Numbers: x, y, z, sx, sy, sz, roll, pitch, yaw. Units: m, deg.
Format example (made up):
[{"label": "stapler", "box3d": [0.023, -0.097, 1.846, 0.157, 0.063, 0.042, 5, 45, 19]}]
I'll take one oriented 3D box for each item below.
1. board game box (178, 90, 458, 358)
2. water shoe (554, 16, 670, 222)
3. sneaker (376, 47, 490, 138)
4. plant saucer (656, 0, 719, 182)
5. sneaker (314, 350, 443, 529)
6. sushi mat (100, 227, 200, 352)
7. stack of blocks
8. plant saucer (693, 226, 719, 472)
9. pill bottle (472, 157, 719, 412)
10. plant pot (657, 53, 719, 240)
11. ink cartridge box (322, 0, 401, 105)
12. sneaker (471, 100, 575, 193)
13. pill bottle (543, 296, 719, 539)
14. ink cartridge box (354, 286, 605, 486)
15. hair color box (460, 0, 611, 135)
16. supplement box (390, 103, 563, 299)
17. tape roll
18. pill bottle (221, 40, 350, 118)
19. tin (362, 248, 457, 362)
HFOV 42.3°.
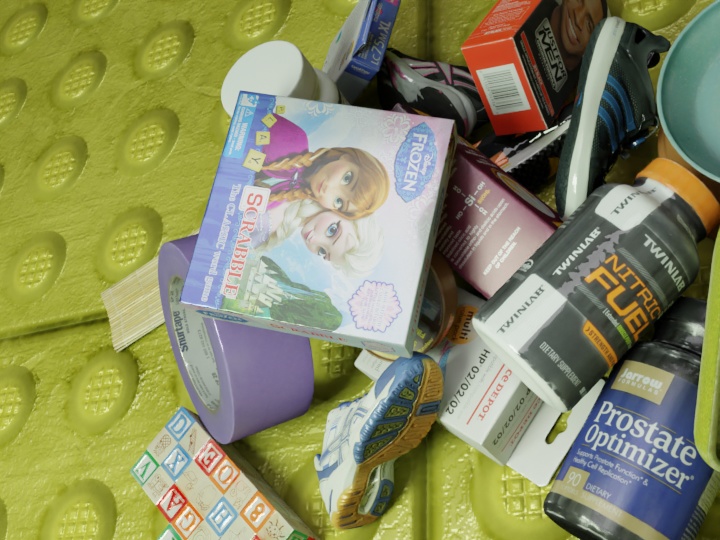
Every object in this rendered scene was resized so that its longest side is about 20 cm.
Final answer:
[{"label": "board game box", "box3d": [-0.033, -0.044, 0.790, 0.197, 0.041, 0.202, 9, 74, 13]}, {"label": "water shoe", "box3d": [0.230, -0.132, 0.833, 0.078, 0.072, 0.202, 15, 79, 3]}, {"label": "sneaker", "box3d": [0.087, -0.196, 1.030, 0.086, 0.081, 0.200, -20, 39, -21]}, {"label": "plant saucer", "box3d": [0.326, -0.136, 0.696, 0.198, 0.036, 0.202, -13, 59, 23]}, {"label": "sneaker", "box3d": [0.003, 0.137, 0.829, 0.088, 0.075, 0.201, 57, 131, 42]}, {"label": "sushi mat", "box3d": [-0.224, 0.012, 1.115, 0.199, 0.012, 0.096, -32, 51, 10]}, {"label": "stack of blocks", "box3d": [-0.145, 0.242, 0.911, 0.115, 0.059, 0.200, -50, 52, -4]}, {"label": "plant saucer", "box3d": [0.320, 0.073, 0.684, 0.048, 0.198, 0.202, -25, 48, 61]}, {"label": "pill bottle", "box3d": [0.190, 0.005, 0.731, 0.200, 0.106, 0.106, -46, 51, -2]}, {"label": "plant pot", "box3d": [0.347, -0.138, 0.797, 0.198, 0.140, 0.202, -14, 58, 23]}, {"label": "ink cartridge box", "box3d": [-0.003, -0.248, 1.046, 0.200, 0.042, 0.121, 138, 150, -65]}, {"label": "sneaker", "box3d": [0.188, -0.146, 0.935, 0.199, 0.070, 0.091, -32, 55, 12]}, {"label": "pill bottle", "box3d": [0.235, 0.127, 0.728, 0.111, 0.112, 0.201, 22, 76, 36]}, {"label": "ink cartridge box", "box3d": [0.107, 0.093, 0.847, 0.199, 0.068, 0.116, 28, 80, 38]}, {"label": "hair color box", "box3d": [0.180, -0.232, 0.922, 0.061, 0.102, 0.201, -2, 40, 39]}, {"label": "supplement box", "box3d": [0.101, -0.057, 0.861, 0.200, 0.110, 0.086, 42, 107, 19]}, {"label": "tape roll", "box3d": [-0.125, 0.059, 0.908, 0.084, 0.201, 0.200, -18, 47, -24]}, {"label": "pill bottle", "box3d": [-0.056, -0.142, 0.987, 0.113, 0.200, 0.115, -14, 57, 22]}, {"label": "tin", "box3d": [0.000, 0.000, 0.845, 0.199, 0.042, 0.113, 37, 115, 21]}]
